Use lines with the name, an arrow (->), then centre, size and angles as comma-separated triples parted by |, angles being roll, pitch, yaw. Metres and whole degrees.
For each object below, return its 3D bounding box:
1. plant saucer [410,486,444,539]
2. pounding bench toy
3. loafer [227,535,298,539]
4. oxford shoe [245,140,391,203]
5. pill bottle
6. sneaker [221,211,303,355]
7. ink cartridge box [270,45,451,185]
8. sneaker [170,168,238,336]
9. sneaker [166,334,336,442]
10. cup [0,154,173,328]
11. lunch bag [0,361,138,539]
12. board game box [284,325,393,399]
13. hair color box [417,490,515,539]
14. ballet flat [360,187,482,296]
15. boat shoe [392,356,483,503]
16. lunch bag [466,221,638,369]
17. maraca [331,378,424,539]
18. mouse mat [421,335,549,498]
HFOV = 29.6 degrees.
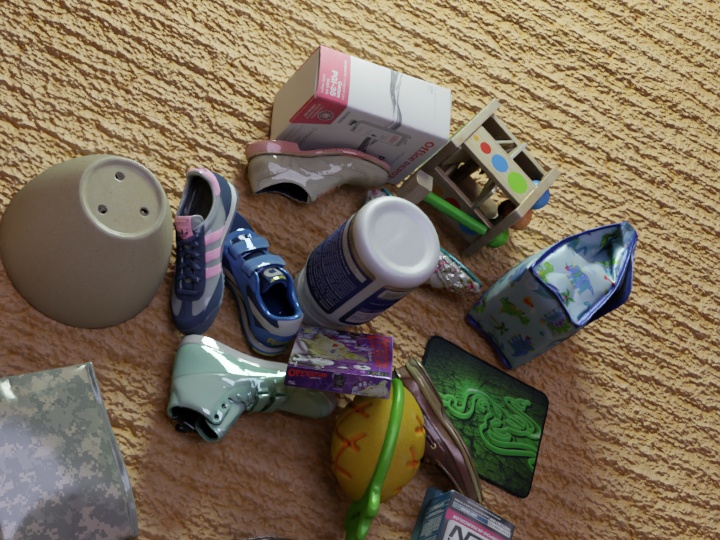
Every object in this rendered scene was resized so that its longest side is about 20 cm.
plant saucer -> 0.085, 0.361, 1.653 | 0.070, 0.019, 0.200 | 33, 54, -14
pounding bench toy -> 0.152, -0.099, 1.833 | 0.156, 0.124, 0.200 | 48, 48, -3
loafer -> -0.096, 0.331, 1.527 | 0.199, 0.067, 0.076 | 2, 67, -30
oxford shoe -> -0.054, -0.118, 1.771 | 0.199, 0.071, 0.074 | 4, 70, -19
pill bottle -> 0.000, 0.000, 1.659 | 0.115, 0.200, 0.116 | 14, 61, -26
sneaker -> -0.127, 0.001, 1.657 | 0.074, 0.082, 0.200 | -22, 77, -35
ink cartridge box -> 0.001, -0.201, 1.787 | 0.199, 0.146, 0.083 | 16, 61, -23
sneaker -> -0.200, -0.025, 1.607 | 0.082, 0.070, 0.201 | 40, 52, -61
sneaker -> -0.130, 0.162, 1.582 | 0.200, 0.074, 0.119 | 20, 52, -10
cup -> -0.292, -0.052, 1.546 | 0.200, 0.143, 0.201 | 13, 62, -26
lunch bag -> -0.336, 0.214, 1.411 | 0.164, 0.118, 0.201 | -9, 68, -34
board game box -> -0.022, 0.105, 1.595 | 0.120, 0.200, 0.032 | 11, 101, -1
hair color box -> 0.108, 0.374, 1.612 | 0.100, 0.060, 0.201 | 30, 56, -16
ballet flat -> 0.072, -0.024, 1.808 | 0.200, 0.076, 0.064 | 44, 84, 0
boat shoe -> 0.089, 0.208, 1.698 | 0.067, 0.072, 0.201 | -28, 93, -1
lunch bag -> 0.269, 0.023, 1.826 | 0.128, 0.170, 0.200 | 51, 51, 0
maraca -> 0.016, 0.223, 1.597 | 0.107, 0.137, 0.201 | 17, 67, -6
mouse mat -> 0.155, 0.190, 1.782 | 0.200, 0.008, 0.161 | 29, 56, -17
